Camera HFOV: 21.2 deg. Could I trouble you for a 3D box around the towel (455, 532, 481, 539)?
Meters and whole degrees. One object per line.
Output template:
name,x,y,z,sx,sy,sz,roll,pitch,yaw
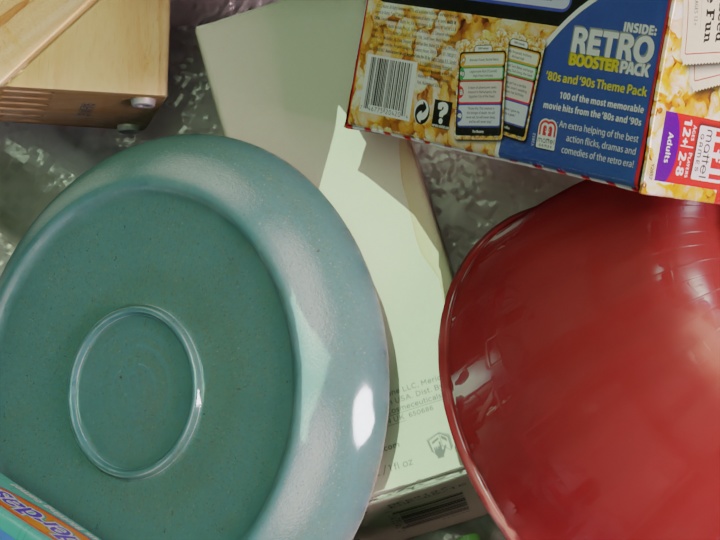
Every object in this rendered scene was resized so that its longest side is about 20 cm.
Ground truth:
towel,-0.017,0.203,0.713,0.199,0.031,0.150,-23,75,-4

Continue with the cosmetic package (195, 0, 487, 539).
cosmetic package,0.000,0.000,0.763,0.072,0.104,0.202,-16,73,2

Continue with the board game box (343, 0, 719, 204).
board game box,0.072,-0.134,0.649,0.151,0.046,0.202,18,100,49

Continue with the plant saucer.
plant saucer,-0.079,0.046,0.722,0.199,0.027,0.202,-5,82,33

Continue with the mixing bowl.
mixing bowl,0.138,0.028,0.677,0.199,0.109,0.201,16,50,-20

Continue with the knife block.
knife block,-0.128,-0.150,0.783,0.198,0.064,0.177,2,80,-15

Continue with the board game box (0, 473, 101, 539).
board game box,-0.152,0.181,0.695,0.151,0.045,0.201,27,94,26
